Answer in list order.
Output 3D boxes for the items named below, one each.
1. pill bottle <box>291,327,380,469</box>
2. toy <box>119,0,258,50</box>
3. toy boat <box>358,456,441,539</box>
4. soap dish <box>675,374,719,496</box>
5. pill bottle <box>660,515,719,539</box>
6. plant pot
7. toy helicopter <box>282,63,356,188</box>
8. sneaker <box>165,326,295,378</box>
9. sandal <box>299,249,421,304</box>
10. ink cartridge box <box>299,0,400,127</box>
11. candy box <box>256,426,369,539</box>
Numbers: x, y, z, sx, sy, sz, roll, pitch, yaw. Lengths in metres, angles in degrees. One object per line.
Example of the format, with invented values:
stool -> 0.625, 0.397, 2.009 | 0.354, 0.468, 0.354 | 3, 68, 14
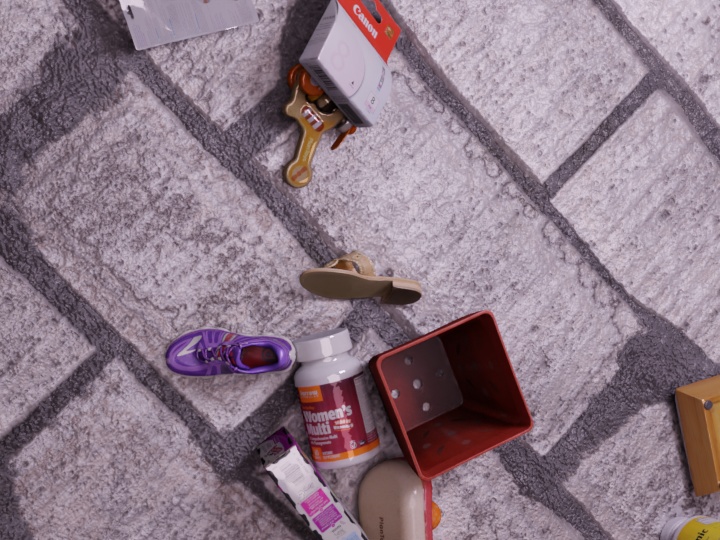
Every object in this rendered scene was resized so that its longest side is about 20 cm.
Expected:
pill bottle -> -0.042, 0.197, 1.565 | 0.109, 0.110, 0.200 | -14, 94, -16
toy -> -0.268, -0.408, 1.538 | 0.200, 0.047, 0.115 | -19, 92, -19
toy boat -> 0.078, 0.397, 1.608 | 0.131, 0.130, 0.200 | -3, 91, -47
soap dish -> 0.652, 0.288, 1.787 | 0.157, 0.081, 0.200 | -13, 94, -17
pill bottle -> 0.599, 0.479, 1.707 | 0.111, 0.200, 0.111 | 0, 89, -16
plant pot -> 0.118, 0.186, 1.579 | 0.200, 0.176, 0.200 | -23, 96, -17
toy helicopter -> -0.066, -0.224, 1.595 | 0.132, 0.079, 0.200 | 17, 95, -25
sneaker -> -0.200, 0.123, 1.516 | 0.200, 0.083, 0.081 | -4, 88, 6
sandal -> -0.003, 0.003, 1.614 | 0.211, 0.078, 0.070 | 10, 55, -23
ink cartridge box -> 0.002, -0.349, 1.560 | 0.163, 0.057, 0.200 | 44, 65, -42
candy box -> -0.074, 0.345, 1.539 | 0.061, 0.136, 0.200 | -38, 99, -7
